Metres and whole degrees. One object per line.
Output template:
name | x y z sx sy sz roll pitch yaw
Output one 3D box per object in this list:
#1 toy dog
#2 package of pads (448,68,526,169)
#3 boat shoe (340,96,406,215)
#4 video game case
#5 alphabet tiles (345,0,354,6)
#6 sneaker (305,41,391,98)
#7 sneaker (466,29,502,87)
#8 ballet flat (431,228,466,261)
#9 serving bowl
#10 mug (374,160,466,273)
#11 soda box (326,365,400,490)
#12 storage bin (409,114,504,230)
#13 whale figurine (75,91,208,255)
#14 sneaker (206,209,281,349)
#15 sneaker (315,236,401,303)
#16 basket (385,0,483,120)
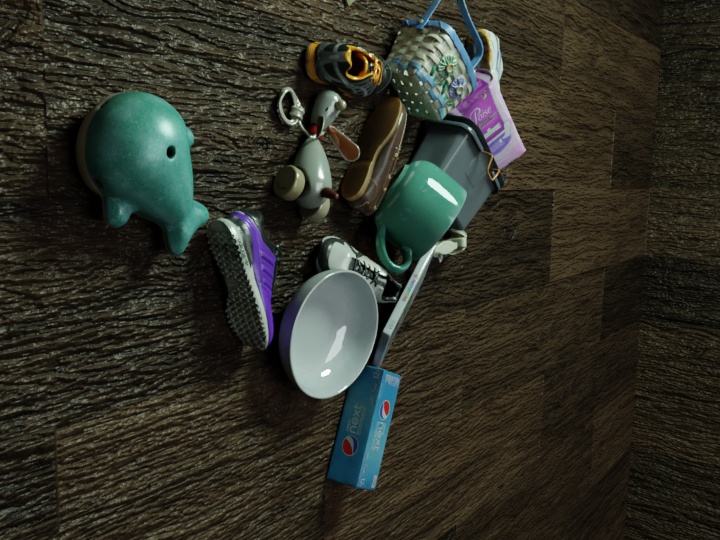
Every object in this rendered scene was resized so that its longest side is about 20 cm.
toy dog | -0.055 -0.173 1.091 0.131 0.095 0.205 -3 98 -54
package of pads | 0.242 -0.286 1.464 0.120 0.076 0.201 -38 127 -3
boat shoe | 0.030 -0.191 1.234 0.070 0.070 0.203 36 75 -43
video game case | 0.078 0.063 1.323 0.202 0.018 0.144 -61 172 -29
alphabet tiles | -0.014 -0.533 1.168 0.201 0.006 0.168 -53 134 -36
sneaker | -0.002 -0.317 1.160 0.199 0.076 0.080 -13 104 -55
sneaker | 0.272 -0.398 1.535 0.088 0.074 0.205 -18 111 -52
ballet flat | 0.170 -0.052 1.454 0.198 0.072 0.075 -14 107 -53
serving bowl | -0.059 0.092 1.147 0.198 0.065 0.204 -19 116 -45
mug | 0.089 -0.103 1.252 0.114 0.152 0.186 37 36 -8
soda box | 0.007 0.271 1.276 0.064 0.067 0.204 29 72 -53
storage bin | 0.180 -0.177 1.402 0.136 0.144 0.200 -57 138 -17
whale figurine | -0.232 -0.108 0.846 0.160 0.102 0.202 -57 137 -32
sneaker | -0.142 0.008 1.023 0.099 0.068 0.204 -37 125 -48
sneaker | 0.000 0.000 1.215 0.199 0.079 0.075 32 72 -50
basket | 0.142 -0.379 1.299 0.202 0.138 0.177 -60 139 -16
